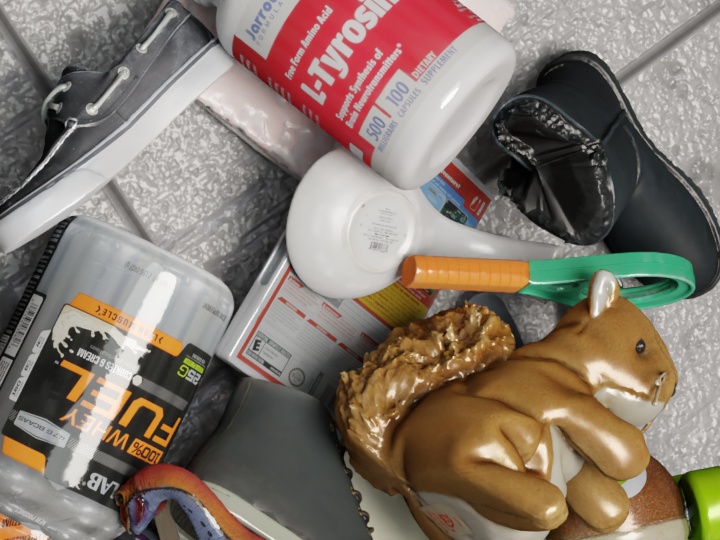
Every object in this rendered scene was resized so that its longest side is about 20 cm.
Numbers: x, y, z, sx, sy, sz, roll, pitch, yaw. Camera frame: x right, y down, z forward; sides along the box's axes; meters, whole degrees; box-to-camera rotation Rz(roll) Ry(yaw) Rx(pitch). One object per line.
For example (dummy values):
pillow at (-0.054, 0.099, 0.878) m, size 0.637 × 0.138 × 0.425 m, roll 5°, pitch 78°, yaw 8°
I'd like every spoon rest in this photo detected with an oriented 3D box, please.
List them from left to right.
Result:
spoon rest at (0.035, -0.020, 1.274) m, size 0.200 × 0.061 × 0.100 m, roll 15°, pitch 94°, yaw -33°

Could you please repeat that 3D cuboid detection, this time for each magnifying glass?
magnifying glass at (0.122, 0.006, 1.262) m, size 0.199 × 0.080 × 0.022 m, roll 5°, pitch 71°, yaw -22°

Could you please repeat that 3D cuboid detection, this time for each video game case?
video game case at (0.000, 0.000, 1.290) m, size 0.143 × 0.017 × 0.200 m, roll 40°, pitch 77°, yaw -45°

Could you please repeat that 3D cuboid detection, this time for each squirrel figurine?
squirrel figurine at (0.092, 0.076, 1.213) m, size 0.200 × 0.142 × 0.187 m, roll 28°, pitch 62°, yaw 24°

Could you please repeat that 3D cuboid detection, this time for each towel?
towel at (-0.022, -0.161, 1.303) m, size 0.200 × 0.032 × 0.191 m, roll 38°, pitch 79°, yaw -17°

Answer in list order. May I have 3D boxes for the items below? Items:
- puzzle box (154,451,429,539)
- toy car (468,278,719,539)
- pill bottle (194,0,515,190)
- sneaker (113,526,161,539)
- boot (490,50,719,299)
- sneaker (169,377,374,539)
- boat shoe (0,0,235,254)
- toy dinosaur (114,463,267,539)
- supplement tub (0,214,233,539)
puzzle box at (-0.030, 0.188, 1.265) m, size 0.200 × 0.025 × 0.133 m, roll -9°, pitch 80°, yaw -37°
toy car at (0.145, 0.102, 1.320) m, size 0.164 × 0.158 × 0.201 m, roll -10°, pitch 82°, yaw -8°
pill bottle at (-0.014, -0.149, 1.203) m, size 0.200 × 0.112 × 0.112 m, roll 39°, pitch 77°, yaw 11°
sneaker at (-0.089, 0.220, 1.280) m, size 0.200 × 0.074 × 0.088 m, roll 49°, pitch 46°, yaw -11°
boot at (0.162, -0.043, 1.303) m, size 0.076 × 0.168 × 0.200 m, roll -28°, pitch 99°, yaw 25°
sneaker at (-0.013, 0.153, 1.226) m, size 0.200 × 0.075 × 0.106 m, roll 38°, pitch 55°, yaw -18°
boat shoe at (-0.161, -0.091, 1.193) m, size 0.068 × 0.072 × 0.200 m, roll 48°, pitch 64°, yaw -8°
toy dinosaur at (-0.063, 0.189, 1.164) m, size 0.200 × 0.105 × 0.182 m, roll -17°, pitch 88°, yaw -36°
supplement tub at (-0.169, 0.078, 1.204) m, size 0.122 × 0.122 × 0.200 m, roll 27°, pitch 82°, yaw -19°
